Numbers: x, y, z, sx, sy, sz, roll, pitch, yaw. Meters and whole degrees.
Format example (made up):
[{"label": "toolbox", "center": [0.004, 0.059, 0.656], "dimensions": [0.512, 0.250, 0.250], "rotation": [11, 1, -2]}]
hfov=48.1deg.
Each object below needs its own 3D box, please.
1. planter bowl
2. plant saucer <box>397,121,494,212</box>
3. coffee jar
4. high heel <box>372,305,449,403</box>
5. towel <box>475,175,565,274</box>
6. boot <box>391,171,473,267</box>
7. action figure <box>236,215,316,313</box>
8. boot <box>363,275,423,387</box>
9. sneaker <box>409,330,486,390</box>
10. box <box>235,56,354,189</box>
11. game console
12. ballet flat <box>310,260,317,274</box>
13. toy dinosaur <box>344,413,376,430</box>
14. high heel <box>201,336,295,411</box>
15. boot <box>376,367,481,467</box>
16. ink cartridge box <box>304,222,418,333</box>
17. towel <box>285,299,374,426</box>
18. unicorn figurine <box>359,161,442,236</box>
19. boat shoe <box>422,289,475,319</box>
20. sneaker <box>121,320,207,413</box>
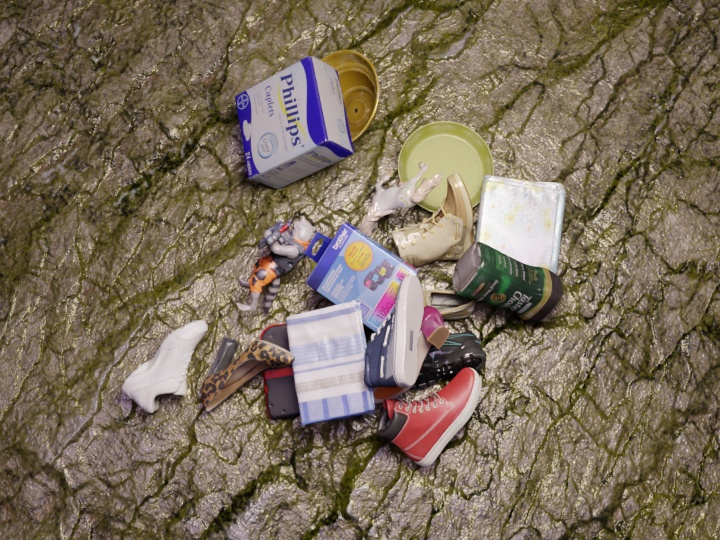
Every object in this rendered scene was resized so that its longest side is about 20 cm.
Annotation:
[{"label": "planter bowl", "center": [-0.027, -0.335, 1.640], "dimensions": [0.197, 0.083, 0.205], "rotation": [-6, 78, 31]}, {"label": "plant saucer", "center": [0.173, -0.206, 1.650], "dimensions": [0.195, 0.031, 0.204], "rotation": [0, 74, -1]}, {"label": "coffee jar", "center": [0.279, 0.026, 1.516], "dimensions": [0.197, 0.105, 0.086], "rotation": [19, 43, -20]}, {"label": "high heel", "center": [0.077, 0.151, 1.478], "dimensions": [0.067, 0.096, 0.201], "rotation": [35, 100, -25]}, {"label": "towel", "center": [0.312, -0.082, 1.594], "dimensions": [0.167, 0.048, 0.205], "rotation": [8, 85, 3]}, {"label": "boot", "center": [0.134, -0.087, 1.538], "dimensions": [0.152, 0.202, 0.074], "rotation": [-12, 47, -2]}, {"label": "action figure", "center": [-0.155, -0.025, 1.542], "dimensions": [0.104, 0.200, 0.194], "rotation": [40, 106, -7]}, {"label": "boot", "center": [0.054, 0.106, 1.418], "dimensions": [0.089, 0.073, 0.204], "rotation": [-8, 61, 32]}, {"label": "sneaker", "center": [0.138, 0.168, 1.532], "dimensions": [0.196, 0.076, 0.080], "rotation": [-13, 45, 2]}, {"label": "box", "center": [-0.132, -0.288, 1.587], "dimensions": [0.197, 0.104, 0.188], "rotation": [-21, 72, 28]}, {"label": "game console", "center": [-0.090, 0.181, 1.539], "dimensions": [0.196, 0.031, 0.181], "rotation": [-8, 80, -2]}, {"label": "ballet flat", "center": [0.000, 0.000, 1.562], "dimensions": [0.195, 0.067, 0.068], "rotation": [1, 116, 2]}, {"label": "toy dinosaur", "center": [-0.048, 0.206, 1.494], "dimensions": [0.100, 0.077, 0.204], "rotation": [-12, 75, -16]}, {"label": "high heel", "center": [-0.206, 0.201, 1.474], "dimensions": [0.197, 0.071, 0.145], "rotation": [2, 64, 40]}, {"label": "boot", "center": [0.121, 0.238, 1.457], "dimensions": [0.144, 0.072, 0.201], "rotation": [39, 86, -25]}, {"label": "ink cartridge box", "center": [-0.009, 0.004, 1.501], "dimensions": [0.198, 0.076, 0.138], "rotation": [34, 95, 5]}, {"label": "towel", "center": [-0.055, 0.165, 1.446], "dimensions": [0.144, 0.024, 0.204], "rotation": [-11, 79, 10]}, {"label": "unicorn figurine", "center": [0.063, -0.136, 1.564], "dimensions": [0.074, 0.199, 0.138], "rotation": [40, 54, -14]}, {"label": "boat shoe", "center": [0.122, 0.063, 1.547], "dimensions": [0.196, 0.076, 0.073], "rotation": [-9, 76, -3]}, {"label": "sneaker", "center": [-0.347, 0.183, 1.515], "dimensions": [0.099, 0.078, 0.200], "rotation": [43, 87, 4]}]
